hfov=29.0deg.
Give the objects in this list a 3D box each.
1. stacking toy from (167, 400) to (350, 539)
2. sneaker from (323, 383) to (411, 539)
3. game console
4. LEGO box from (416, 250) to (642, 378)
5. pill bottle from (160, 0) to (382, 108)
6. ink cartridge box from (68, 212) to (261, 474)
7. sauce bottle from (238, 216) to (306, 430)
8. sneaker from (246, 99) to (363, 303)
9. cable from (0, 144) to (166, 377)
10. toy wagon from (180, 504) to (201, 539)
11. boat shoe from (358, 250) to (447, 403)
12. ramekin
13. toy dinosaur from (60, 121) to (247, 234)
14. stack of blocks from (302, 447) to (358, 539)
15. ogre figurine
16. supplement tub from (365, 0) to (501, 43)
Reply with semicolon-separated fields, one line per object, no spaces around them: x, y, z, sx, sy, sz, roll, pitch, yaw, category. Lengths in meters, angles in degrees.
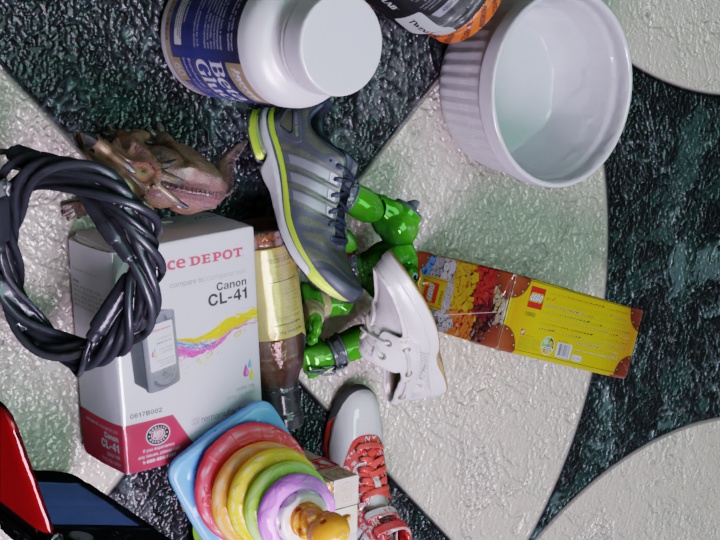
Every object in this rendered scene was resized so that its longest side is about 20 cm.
-0.062;0.194;1.151;0.116;0.200;0.110;-35;113;-21;stacking toy
0.013;0.221;1.386;0.067;0.108;0.202;5;97;-38;sneaker
-0.253;0.145;1.103;0.172;0.200;0.119;9;95;-39;game console
0.167;0.046;1.443;0.200;0.149;0.077;15;90;-40;LEGO box
-0.074;-0.194;1.168;0.111;0.200;0.111;-9;105;-36;pill bottle
-0.169;0.061;1.225;0.147;0.086;0.200;-12;109;-35;ink cartridge box
-0.084;0.052;1.304;0.066;0.066;0.200;-17;112;-34;sauce bottle
-0.036;-0.067;1.248;0.200;0.081;0.074;68;14;7;sneaker
-0.229;-0.004;1.117;0.051;0.163;0.200;-58;150;-59;cable
-0.105;0.295;1.286;0.040;0.155;0.200;-18;85;-61;toy wagon
0.032;0.064;1.290;0.069;0.071;0.200;-24;138;-6;boat shoe
0.172;-0.189;1.423;0.200;0.105;0.201;-10;106;-37;ramekin
-0.163;-0.076;1.167;0.200;0.135;0.086;-4;102;-38;toy dinosaur
-0.060;0.280;1.339;0.058;0.115;0.200;-8;105;-36;stack of blocks
0.000;0.000;1.343;0.120;0.098;0.200;-3;87;-19;ogre figurine
0.037;-0.300;1.282;0.200;0.122;0.123;31;80;-37;supplement tub
